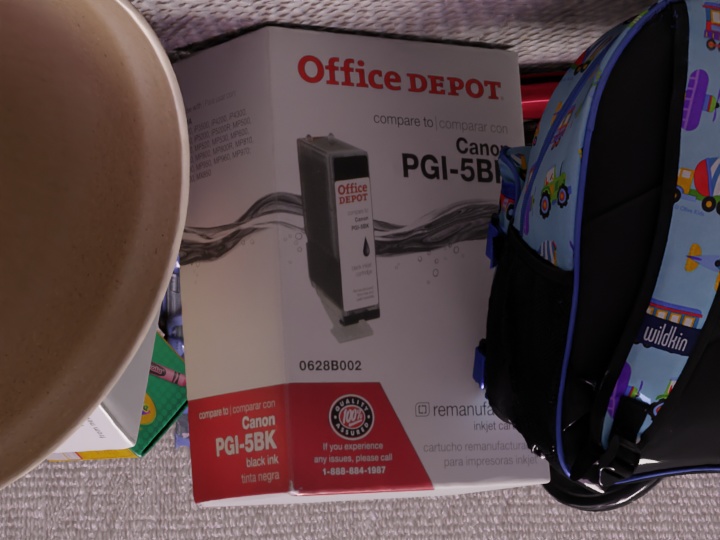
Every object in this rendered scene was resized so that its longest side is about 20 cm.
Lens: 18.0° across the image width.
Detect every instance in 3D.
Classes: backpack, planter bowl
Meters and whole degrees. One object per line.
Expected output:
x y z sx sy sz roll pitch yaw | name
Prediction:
0.142 -0.024 0.937 0.181 0.202 0.134 -3 -164 -20 | backpack
-0.176 -0.032 0.772 0.199 0.202 0.134 3 -160 -48 | planter bowl

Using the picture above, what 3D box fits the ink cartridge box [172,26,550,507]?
0.000 0.000 1.013 0.146 0.202 0.083 1 171 -36 | ink cartridge box

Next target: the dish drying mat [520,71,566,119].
0.144 -0.089 1.104 0.198 0.018 0.077 -4 176 14 | dish drying mat

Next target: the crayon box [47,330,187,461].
-0.189 0.013 1.211 0.058 0.200 0.118 -49 -160 -26 | crayon box

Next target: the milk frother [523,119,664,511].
0.159 0.040 1.156 0.187 0.202 0.180 18 163 -31 | milk frother

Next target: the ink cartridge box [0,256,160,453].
-0.184 -0.004 0.924 0.198 0.146 0.084 -5 146 18 | ink cartridge box

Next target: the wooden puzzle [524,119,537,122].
0.184 -0.066 1.282 0.184 0.038 0.199 0 173 40 | wooden puzzle

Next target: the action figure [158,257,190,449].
-0.058 0.011 1.253 0.192 0.105 0.201 10 139 -7 | action figure
